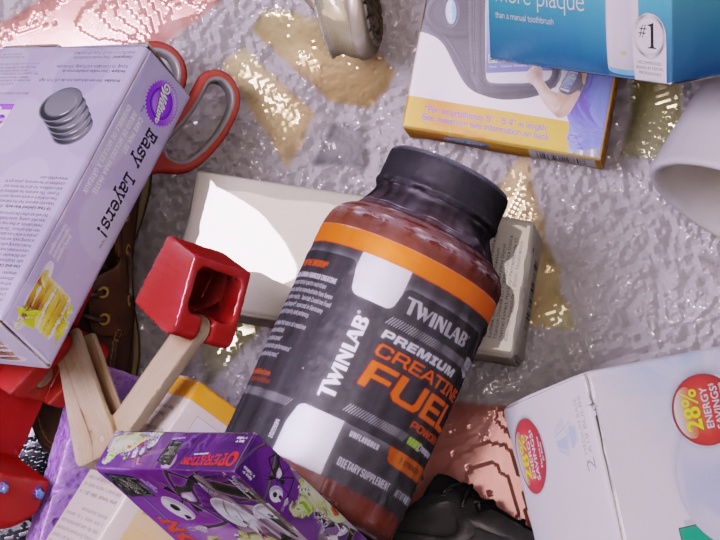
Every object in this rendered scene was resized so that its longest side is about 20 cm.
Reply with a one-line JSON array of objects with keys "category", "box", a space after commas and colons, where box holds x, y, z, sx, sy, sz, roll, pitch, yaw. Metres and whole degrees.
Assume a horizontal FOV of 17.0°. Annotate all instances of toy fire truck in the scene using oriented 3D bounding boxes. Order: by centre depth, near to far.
[{"category": "toy fire truck", "box": [-0.155, 0.062, 1.318, 0.141, 0.049, 0.201, 29, 97, 38]}]

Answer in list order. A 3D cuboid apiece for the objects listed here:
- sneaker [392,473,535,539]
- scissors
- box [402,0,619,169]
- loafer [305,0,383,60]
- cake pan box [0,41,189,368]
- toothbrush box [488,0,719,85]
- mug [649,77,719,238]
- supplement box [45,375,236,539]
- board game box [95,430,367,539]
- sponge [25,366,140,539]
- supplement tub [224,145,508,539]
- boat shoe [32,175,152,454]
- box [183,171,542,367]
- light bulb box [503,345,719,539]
[{"category": "sneaker", "box": [0.069, 0.161, 1.355, 0.198, 0.076, 0.092, 2, 78, 7]}, {"category": "scissors", "box": [-0.142, -0.045, 1.371, 0.073, 0.014, 0.201, 38, 70, -13]}, {"category": "box", "box": [0.100, -0.168, 1.399, 0.118, 0.041, 0.202, 9, 88, 9]}, {"category": "loafer", "box": [-0.047, -0.203, 1.411, 0.068, 0.076, 0.201, -26, 72, 6]}, {"category": "cake pan box", "box": [-0.212, -0.039, 1.337, 0.199, 0.052, 0.185, 2, 55, 38]}, {"category": "toothbrush box", "box": [0.141, -0.208, 1.272, 0.146, 0.085, 0.202, 16, 111, 51]}, {"category": "mug", "box": [0.265, -0.083, 1.336, 0.149, 0.186, 0.154, 15, 75, 42]}, {"category": "supplement box", "box": [-0.109, 0.174, 1.332, 0.126, 0.073, 0.201, 38, 76, -24]}, {"category": "board game box", "box": [-0.034, 0.152, 1.253, 0.200, 0.120, 0.032, 46, 64, -29]}, {"category": "sponge", "box": [-0.136, 0.162, 1.377, 0.111, 0.030, 0.201, 18, 85, -24]}, {"category": "supplement tub", "box": [0.007, 0.037, 1.282, 0.106, 0.107, 0.201, 23, 81, 10]}, {"category": "boat shoe", "box": [-0.166, 0.011, 1.404, 0.071, 0.068, 0.202, 5, 85, 9]}, {"category": "box", "box": [0.000, 0.000, 1.381, 0.198, 0.068, 0.083, 10, 85, 10]}, {"category": "light bulb box", "box": [0.206, 0.139, 1.276, 0.199, 0.125, 0.200, -10, 82, -18]}]
